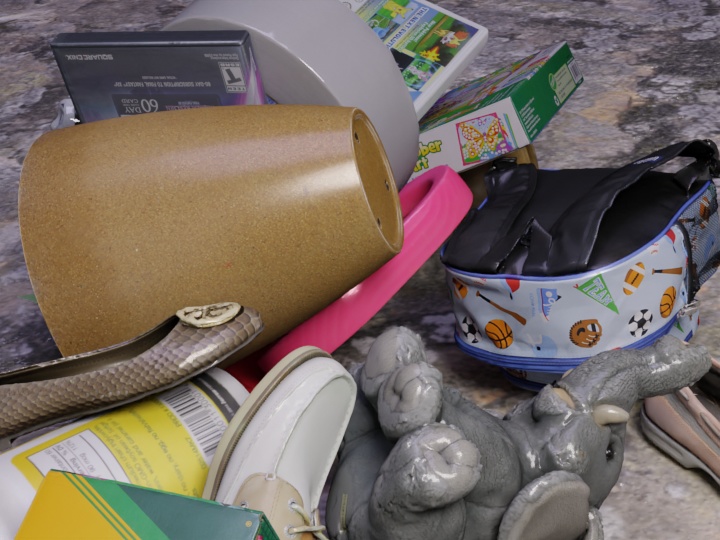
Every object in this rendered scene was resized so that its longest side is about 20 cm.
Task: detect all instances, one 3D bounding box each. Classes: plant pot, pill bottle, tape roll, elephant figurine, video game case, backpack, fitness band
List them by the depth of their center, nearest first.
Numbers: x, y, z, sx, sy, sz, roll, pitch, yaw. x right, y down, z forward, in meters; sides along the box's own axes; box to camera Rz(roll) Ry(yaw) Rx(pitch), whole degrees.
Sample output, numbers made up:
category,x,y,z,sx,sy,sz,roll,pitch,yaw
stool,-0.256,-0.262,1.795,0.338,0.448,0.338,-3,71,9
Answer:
category,x,y,z,sx,sy,sz,roll,pitch,yaw
pill bottle,-0.148,0.140,0.711,0.199,0.115,0.114,-24,32,-34
elephant figurine,0.089,0.115,0.720,0.198,0.155,0.143,12,55,-24
plant pot,-0.079,-0.027,0.803,0.198,0.188,0.187,-16,23,14
video game case,-0.121,-0.077,0.891,0.141,0.201,0.019,3,42,19
backpack,0.148,0.003,0.896,0.198,0.156,0.190,-3,16,37
tape roll,-0.058,-0.108,0.903,0.199,0.202,0.066,13,47,32
fitness band,0.000,0.000,0.903,0.200,0.037,0.143,-47,9,-23
video game case,-0.020,-0.174,1.029,0.181,0.022,0.200,28,51,17

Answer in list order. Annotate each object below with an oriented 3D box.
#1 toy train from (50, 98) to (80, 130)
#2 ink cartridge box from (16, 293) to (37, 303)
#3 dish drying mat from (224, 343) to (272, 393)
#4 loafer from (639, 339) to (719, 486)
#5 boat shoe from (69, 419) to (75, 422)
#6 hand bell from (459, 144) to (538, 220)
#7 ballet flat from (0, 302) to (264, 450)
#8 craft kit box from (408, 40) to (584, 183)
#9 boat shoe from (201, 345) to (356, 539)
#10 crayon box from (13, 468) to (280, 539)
category,x,y,z,sx,sy,sz,roll,pitch,yaw
toy train,-0.161,-0.087,1.021,0.198,0.116,0.087,1,11,-19
ink cartridge box,-0.150,0.000,1.011,0.144,0.049,0.199,11,11,31
dish drying mat,-0.100,0.059,0.974,0.076,0.018,0.199,-18,28,-33
loafer,0.247,0.105,0.771,0.071,0.064,0.199,-19,29,-29
boat shoe,-0.171,0.080,0.887,0.071,0.069,0.201,-4,26,2
hand bell,0.055,-0.072,1.164,0.198,0.105,0.104,-4,23,30
ballet flat,-0.151,0.054,0.712,0.198,0.047,0.067,-21,6,-1
craft kit box,0.073,-0.117,1.070,0.196,0.049,0.200,-24,11,28
boat shoe,-0.049,0.139,0.667,0.068,0.075,0.201,20,77,38
crayon box,-0.120,0.196,0.559,0.118,0.058,0.201,7,56,21
